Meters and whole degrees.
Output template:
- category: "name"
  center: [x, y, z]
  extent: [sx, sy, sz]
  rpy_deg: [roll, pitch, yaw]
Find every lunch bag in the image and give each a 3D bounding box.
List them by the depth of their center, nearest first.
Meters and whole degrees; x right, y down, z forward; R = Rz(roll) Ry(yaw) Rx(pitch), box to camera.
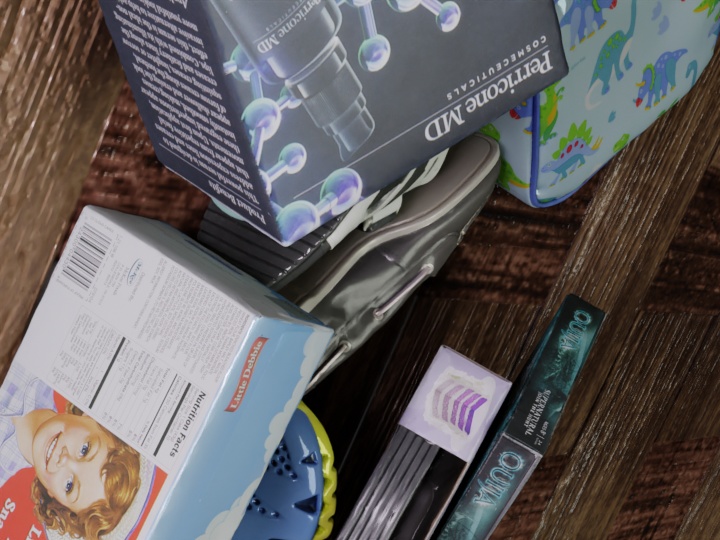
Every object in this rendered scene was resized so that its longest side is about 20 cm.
- category: "lunch bag"
  center: [0.132, -0.147, 0.995]
  extent: [0.200, 0.082, 0.161]
  rpy_deg: [-40, 146, -30]

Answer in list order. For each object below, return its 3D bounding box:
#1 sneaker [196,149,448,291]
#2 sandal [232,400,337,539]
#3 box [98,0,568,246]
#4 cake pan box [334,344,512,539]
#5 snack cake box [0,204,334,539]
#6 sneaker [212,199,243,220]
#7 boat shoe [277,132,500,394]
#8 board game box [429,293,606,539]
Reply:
- category: "sneaker"
  center: [-0.001, -0.050, 0.890]
  extent: [0.200, 0.074, 0.089]
  rpy_deg: [-50, 147, -15]
- category: "sandal"
  center: [-0.076, 0.156, 0.962]
  extent: [0.087, 0.079, 0.201]
  rpy_deg: [-6, 120, -50]
- category: "box"
  center: [-0.024, -0.139, 0.675]
  extent: [0.148, 0.107, 0.201]
  rpy_deg: [-32, 127, -20]
- category: "cake pan box"
  center: [0.022, 0.139, 1.032]
  extent: [0.185, 0.052, 0.200]
  rpy_deg: [-62, 176, -4]
- category: "snack cake box"
  center: [-0.110, 0.086, 0.805]
  extent: [0.067, 0.115, 0.201]
  rpy_deg: [14, 105, -59]
- category: "sneaker"
  center: [-0.020, -0.130, 0.799]
  extent: [0.200, 0.077, 0.140]
  rpy_deg: [-57, 150, -23]
- category: "boat shoe"
  center: [0.000, 0.000, 0.940]
  extent: [0.200, 0.067, 0.057]
  rpy_deg: [-39, 132, -20]
- category: "board game box"
  center: [0.078, 0.123, 1.052]
  extent: [0.135, 0.028, 0.200]
  rpy_deg: [-58, 175, -48]
